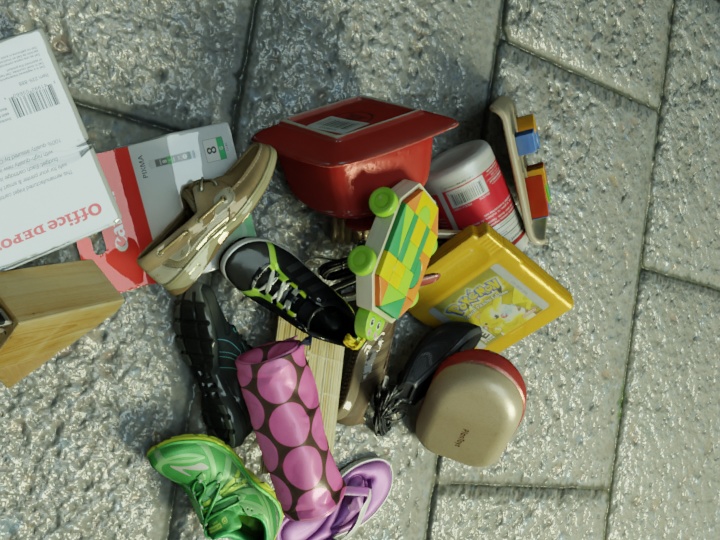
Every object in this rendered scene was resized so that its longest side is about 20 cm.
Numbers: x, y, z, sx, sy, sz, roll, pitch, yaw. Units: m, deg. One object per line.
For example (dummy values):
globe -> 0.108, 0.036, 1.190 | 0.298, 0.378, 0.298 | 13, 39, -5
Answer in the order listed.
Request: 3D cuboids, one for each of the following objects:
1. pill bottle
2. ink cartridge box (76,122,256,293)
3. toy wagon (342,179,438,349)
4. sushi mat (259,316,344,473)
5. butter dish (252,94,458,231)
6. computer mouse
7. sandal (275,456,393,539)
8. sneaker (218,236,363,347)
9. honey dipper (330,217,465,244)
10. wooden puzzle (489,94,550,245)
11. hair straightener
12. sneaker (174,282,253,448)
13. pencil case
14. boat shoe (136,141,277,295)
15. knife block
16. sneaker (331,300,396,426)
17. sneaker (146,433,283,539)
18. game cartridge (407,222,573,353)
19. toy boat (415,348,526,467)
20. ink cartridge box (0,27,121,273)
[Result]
pill bottle -> 0.168, -0.070, 1.125 | 0.112, 0.112, 0.202 | -37, 110, -26
ink cartridge box -> -0.224, -0.069, 0.911 | 0.198, 0.050, 0.164 | -20, 102, -33
toy wagon -> 0.036, 0.001, 0.931 | 0.155, 0.039, 0.203 | 36, 72, -61
sushi mat -> -0.069, 0.151, 0.990 | 0.094, 0.012, 0.203 | 11, 78, -21
butter dish -> -0.004, -0.120, 0.983 | 0.198, 0.199, 0.150 | -23, 120, -30
computer mouse -> 0.082, 0.128, 1.085 | 0.199, 0.139, 0.053 | -37, 65, -22
sandal -> -0.028, 0.317, 1.045 | 0.201, 0.050, 0.084 | -25, 105, -30
sneaker -> -0.071, 0.028, 0.935 | 0.199, 0.083, 0.072 | 32, 92, -25
honey dipper -> 0.060, -0.052, 1.053 | 0.196, 0.038, 0.039 | 0, 91, -8
wooden puzzle -> 0.241, -0.153, 1.149 | 0.185, 0.046, 0.203 | -49, 122, -68
hair straightener -> 0.000, 0.000, 1.029 | 0.197, 0.041, 0.078 | -15, 79, -3
sneaker -> -0.162, 0.106, 0.951 | 0.079, 0.075, 0.203 | -27, 112, -43
pencil case -> -0.075, 0.180, 0.923 | 0.094, 0.089, 0.203 | -36, 114, -71
boat shoe -> -0.166, -0.070, 0.881 | 0.064, 0.071, 0.201 | 41, 72, -25
knife block -> -0.331, 0.037, 0.765 | 0.199, 0.176, 0.064 | -38, 79, -24
sneaker -> 0.008, 0.108, 1.065 | 0.075, 0.070, 0.202 | 36, 74, -48
sneaker -> -0.162, 0.261, 0.929 | 0.074, 0.084, 0.200 | -35, 118, 22
game cartridge -> 0.165, 0.036, 1.101 | 0.199, 0.176, 0.033 | 33, 36, -29
toy boat -> 0.155, 0.169, 1.092 | 0.129, 0.201, 0.132 | 18, 52, 5
ink cartridge box -> -0.348, -0.116, 0.799 | 0.144, 0.084, 0.203 | -25, 105, -21
